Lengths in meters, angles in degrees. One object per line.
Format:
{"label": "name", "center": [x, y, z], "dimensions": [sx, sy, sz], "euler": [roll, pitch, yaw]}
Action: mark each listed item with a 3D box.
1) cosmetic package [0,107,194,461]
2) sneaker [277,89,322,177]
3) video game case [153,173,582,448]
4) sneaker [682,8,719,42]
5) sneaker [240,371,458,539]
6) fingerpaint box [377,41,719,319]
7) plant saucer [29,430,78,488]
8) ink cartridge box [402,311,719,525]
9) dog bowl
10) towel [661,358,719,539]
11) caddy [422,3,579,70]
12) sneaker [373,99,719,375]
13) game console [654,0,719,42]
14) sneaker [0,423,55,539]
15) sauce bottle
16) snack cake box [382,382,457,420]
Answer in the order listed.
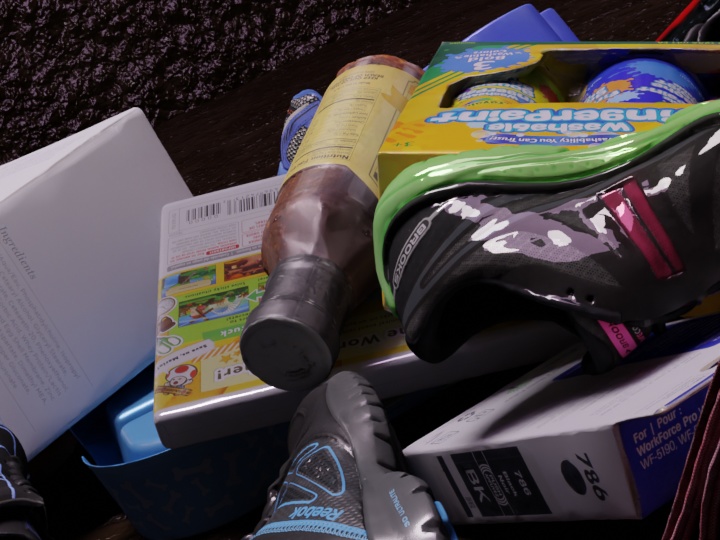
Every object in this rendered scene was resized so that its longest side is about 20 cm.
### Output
{"label": "cosmetic package", "center": [-0.208, 0.025, 0.905], "dimensions": [0.200, 0.123, 0.199], "euler": [-41, 17, -33]}
{"label": "sneaker", "center": [0.048, -0.075, 0.901], "dimensions": [0.199, 0.079, 0.075], "euler": [-8, 7, -1]}
{"label": "video game case", "center": [0.000, 0.000, 0.783], "dimensions": [0.199, 0.023, 0.182], "euler": [-13, 34, 3]}
{"label": "sneaker", "center": [0.233, -0.095, 0.836], "dimensions": [0.075, 0.116, 0.200], "euler": [-10, 18, 47]}
{"label": "sneaker", "center": [-0.015, 0.093, 0.604], "dimensions": [0.082, 0.073, 0.200], "euler": [-25, 12, -4]}
{"label": "fingerpaint box", "center": [0.119, -0.045, 0.694], "dimensions": [0.199, 0.074, 0.167], "euler": [2, 23, 12]}
{"label": "plant saucer", "center": [-0.246, 0.122, 0.993], "dimensions": [0.199, 0.036, 0.200], "euler": [-23, 13, 6]}
{"label": "ink cartridge box", "center": [0.097, 0.051, 0.580], "dimensions": [0.099, 0.039, 0.200], "euler": [-28, 1, -22]}
{"label": "dog bowl", "center": [-0.087, 0.083, 0.837], "dimensions": [0.111, 0.050, 0.200], "euler": [-26, 12, -12]}
{"label": "towel", "center": [0.169, 0.011, 0.506], "dimensions": [0.200, 0.145, 0.023], "euler": [-29, 52, -36]}
{"label": "caddy", "center": [0.086, -0.092, 1.116], "dimensions": [0.200, 0.105, 0.141], "euler": [-34, -5, 20]}
{"label": "sneaker", "center": [0.101, -0.006, 0.568], "dimensions": [0.199, 0.084, 0.077], "euler": [-12, -23, 25]}
{"label": "game console", "center": [0.286, -0.131, 0.978], "dimensions": [0.200, 0.119, 0.172], "euler": [-9, -33, -52]}
{"label": "sneaker", "center": [-0.149, 0.109, 0.649], "dimensions": [0.078, 0.070, 0.200], "euler": [-17, 19, 8]}
{"label": "sauce bottle", "center": [-0.008, -0.024, 0.745], "dimensions": [0.066, 0.066, 0.200], "euler": [-17, 33, 28]}
{"label": "snack cake box", "center": [0.002, 0.020, 0.892], "dimensions": [0.115, 0.067, 0.200], "euler": [-29, 13, -16]}
